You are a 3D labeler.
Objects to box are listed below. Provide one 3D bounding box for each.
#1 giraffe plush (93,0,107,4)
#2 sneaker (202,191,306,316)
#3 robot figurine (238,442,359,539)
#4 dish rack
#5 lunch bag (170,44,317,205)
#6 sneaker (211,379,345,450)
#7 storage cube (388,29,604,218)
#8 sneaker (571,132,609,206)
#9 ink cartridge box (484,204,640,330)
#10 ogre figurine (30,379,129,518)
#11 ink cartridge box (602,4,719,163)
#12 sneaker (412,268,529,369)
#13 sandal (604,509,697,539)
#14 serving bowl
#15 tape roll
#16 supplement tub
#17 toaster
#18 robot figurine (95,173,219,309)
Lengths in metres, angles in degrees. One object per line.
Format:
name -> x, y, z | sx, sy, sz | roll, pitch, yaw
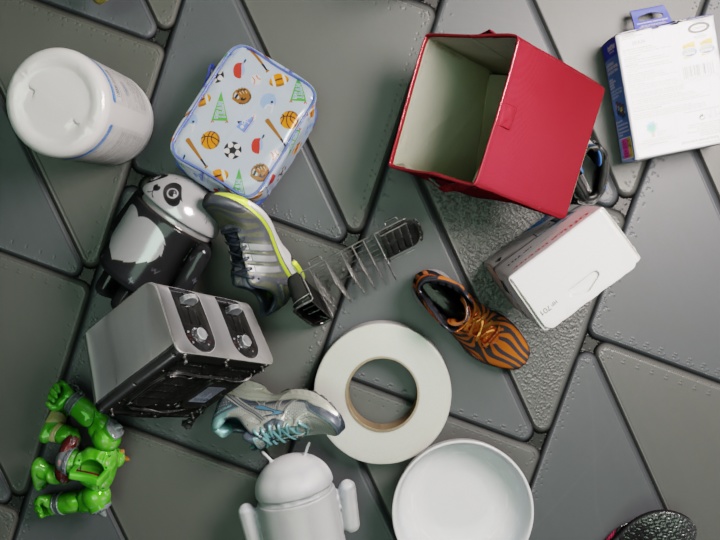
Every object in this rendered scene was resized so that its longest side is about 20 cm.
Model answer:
giraffe plush -> -0.307, -0.469, 1.071 | 0.160, 0.173, 0.202 | -23, 82, -18
sneaker -> -0.148, -0.022, 1.079 | 0.201, 0.073, 0.081 | 54, 52, -29
robot figurine -> -0.084, 0.344, 1.126 | 0.167, 0.113, 0.203 | -13, 94, -8
dish rack -> 0.000, 0.000, 1.087 | 0.198, 0.153, 0.055 | -28, 76, 2
lunch bag -> -0.158, -0.199, 1.095 | 0.159, 0.076, 0.202 | 30, 78, 4
sneaker -> -0.115, 0.213, 1.105 | 0.197, 0.087, 0.078 | 4, 135, 25
storage cube -> 0.172, -0.184, 1.020 | 0.178, 0.170, 0.203 | 14, 94, -39
sneaker -> 0.291, -0.185, 1.080 | 0.072, 0.112, 0.203 | -17, 93, 2
ink cartridge box -> 0.254, -0.011, 1.048 | 0.146, 0.200, 0.086 | -37, 93, 4
ogre figurine -> -0.400, 0.270, 1.141 | 0.118, 0.098, 0.203 | 16, 83, 12
ink cartridge box -> 0.411, -0.259, 1.089 | 0.134, 0.076, 0.203 | -11, 95, 2
sneaker -> 0.151, 0.076, 1.101 | 0.199, 0.112, 0.078 | 35, 94, -1
sandal -> 0.385, 0.399, 1.156 | 0.199, 0.045, 0.076 | -37, 86, 18
serving bowl -> 0.142, 0.332, 1.142 | 0.197, 0.066, 0.204 | 0, 94, 2
tape roll -> 0.030, 0.174, 1.150 | 0.199, 0.037, 0.206 | 0, 94, 1
supplement tub -> -0.360, -0.208, 1.054 | 0.130, 0.200, 0.134 | 0, 93, 1
toaster -> -0.244, 0.114, 1.058 | 0.199, 0.180, 0.120 | -35, 61, 25
robot figurine -> -0.278, -0.035, 1.100 | 0.149, 0.125, 0.201 | 34, 94, -7
